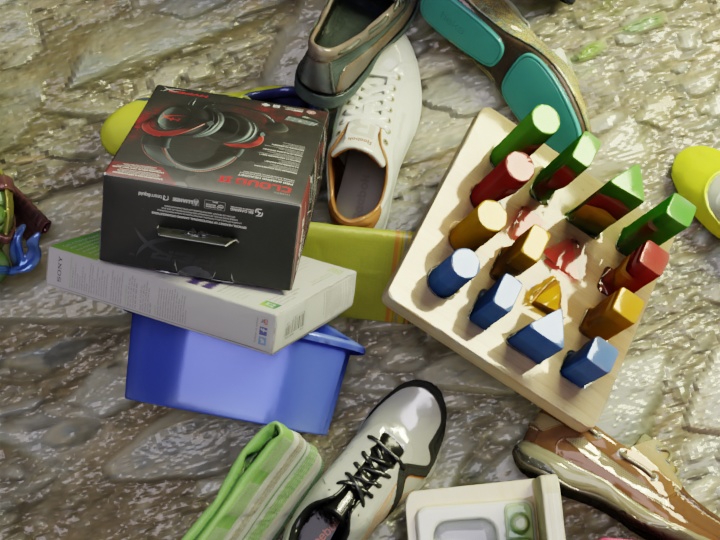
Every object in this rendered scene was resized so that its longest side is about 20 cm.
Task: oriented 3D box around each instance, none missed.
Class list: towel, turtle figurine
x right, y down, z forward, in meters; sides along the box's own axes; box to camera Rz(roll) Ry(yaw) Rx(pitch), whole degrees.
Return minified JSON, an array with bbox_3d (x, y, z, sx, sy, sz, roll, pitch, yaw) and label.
[{"bbox_3d":[0.000,0.000,1.207,0.197,0.018,0.087,6,120,-2],"label":"towel"},{"bbox_3d":[-0.091,0.186,1.116,0.031,0.200,0.150,33,81,15],"label":"towel"},{"bbox_3d":[-0.363,-0.083,1.204,0.197,0.144,0.196,-5,75,-3],"label":"turtle figurine"}]

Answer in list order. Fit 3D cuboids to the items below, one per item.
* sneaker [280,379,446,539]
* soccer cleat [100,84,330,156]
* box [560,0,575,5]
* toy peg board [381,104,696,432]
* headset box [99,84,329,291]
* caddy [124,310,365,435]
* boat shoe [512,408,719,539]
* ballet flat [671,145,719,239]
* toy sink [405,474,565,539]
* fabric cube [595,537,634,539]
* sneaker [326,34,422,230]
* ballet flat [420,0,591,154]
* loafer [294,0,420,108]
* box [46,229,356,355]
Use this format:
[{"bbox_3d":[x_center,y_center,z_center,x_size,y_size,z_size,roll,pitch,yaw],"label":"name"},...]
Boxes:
[{"bbox_3d":[0.005,0.174,1.176,0.073,0.080,0.201,35,81,8],"label":"sneaker"},{"bbox_3d":[-0.125,-0.129,1.234,0.197,0.084,0.066,-3,78,1],"label":"soccer cleat"},{"bbox_3d":[0.177,-0.338,1.200,0.104,0.148,0.201,38,102,15],"label":"box"},{"bbox_3d":[0.153,-0.017,1.149,0.199,0.098,0.200,32,63,-7],"label":"toy peg board"},{"bbox_3d":[-0.109,-0.063,1.114,0.147,0.201,0.076,9,118,2],"label":"headset box"},{"bbox_3d":[-0.097,0.067,1.169,0.198,0.141,0.106,10,85,3],"label":"caddy"},{"bbox_3d":[0.223,0.168,1.174,0.198,0.076,0.074,27,78,6],"label":"boat shoe"},{"bbox_3d":[0.340,-0.032,1.211,0.067,0.067,0.201,-38,80,-5],"label":"ballet flat"},{"bbox_3d":[0.092,0.229,1.102,0.111,0.200,0.132,-5,80,0],"label":"toy sink"},{"bbox_3d":[0.245,0.311,1.083,0.194,0.199,0.202,9,80,4],"label":"fabric cube"},{"bbox_3d":[0.012,-0.121,1.230,0.072,0.085,0.203,6,78,5],"label":"sneaker"},{"bbox_3d":[0.137,-0.185,1.253,0.071,0.071,0.200,-44,83,-6],"label":"ballet flat"},{"bbox_3d":[0.005,-0.223,1.225,0.071,0.063,0.201,20,56,10],"label":"loafer"},{"bbox_3d":[-0.121,0.006,1.124,0.198,0.144,0.037,17,109,20],"label":"box"}]
